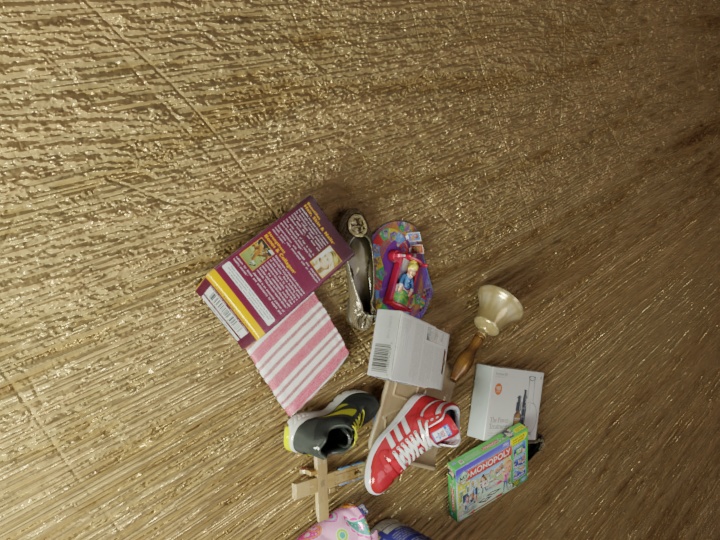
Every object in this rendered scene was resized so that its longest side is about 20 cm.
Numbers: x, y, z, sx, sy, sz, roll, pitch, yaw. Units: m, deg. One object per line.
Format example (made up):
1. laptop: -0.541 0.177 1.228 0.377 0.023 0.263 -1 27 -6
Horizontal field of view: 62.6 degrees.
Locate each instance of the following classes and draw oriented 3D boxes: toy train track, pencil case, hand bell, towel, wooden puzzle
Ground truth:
1. toy train track: -0.043 0.343 0.990 0.198 0.032 0.117 3 84 -47
2. pencil case: -0.066 0.453 0.938 0.198 0.087 0.089 -21 107 -38
3. hand bell: 0.233 0.137 1.168 0.201 0.103 0.105 -53 124 -25
4. towel: -0.109 0.104 0.917 0.146 0.030 0.202 -43 117 -31
5. wooden puzzle: 0.093 0.250 1.095 0.184 0.046 0.204 27 71 -40

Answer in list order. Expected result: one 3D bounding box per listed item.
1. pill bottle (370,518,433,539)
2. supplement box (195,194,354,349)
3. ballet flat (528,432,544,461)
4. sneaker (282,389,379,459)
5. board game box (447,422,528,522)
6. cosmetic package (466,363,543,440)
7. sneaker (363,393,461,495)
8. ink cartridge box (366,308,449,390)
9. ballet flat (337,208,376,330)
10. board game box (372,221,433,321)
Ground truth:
1. pill bottle: 0.102 0.520 1.014 0.118 0.198 0.122 -3 94 -41
2. supplement box: -0.118 0.001 0.840 0.200 0.085 0.111 -42 96 -32
3. ballet flat: 0.356 0.420 1.334 0.198 0.046 0.069 -19 104 -39
4. sneaker: -0.029 0.254 0.946 0.198 0.084 0.076 -14 113 -46
5. board game box: 0.265 0.415 1.223 0.197 0.029 0.137 -19 117 -26
6. cosmetic package: 0.320 0.288 1.292 0.198 0.051 0.154 13 82 -41
7. sneaker: 0.093 0.291 0.986 0.201 0.111 0.072 -50 120 -31
8. ink cartridge box: 0.088 0.142 1.021 0.199 0.050 0.111 27 70 -55
9. ballet flat: 0.000 0.000 0.978 0.066 0.046 0.204 -7 98 -29
10. board game box: 0.079 0.014 1.065 0.157 0.039 0.203 -31 112 -36
